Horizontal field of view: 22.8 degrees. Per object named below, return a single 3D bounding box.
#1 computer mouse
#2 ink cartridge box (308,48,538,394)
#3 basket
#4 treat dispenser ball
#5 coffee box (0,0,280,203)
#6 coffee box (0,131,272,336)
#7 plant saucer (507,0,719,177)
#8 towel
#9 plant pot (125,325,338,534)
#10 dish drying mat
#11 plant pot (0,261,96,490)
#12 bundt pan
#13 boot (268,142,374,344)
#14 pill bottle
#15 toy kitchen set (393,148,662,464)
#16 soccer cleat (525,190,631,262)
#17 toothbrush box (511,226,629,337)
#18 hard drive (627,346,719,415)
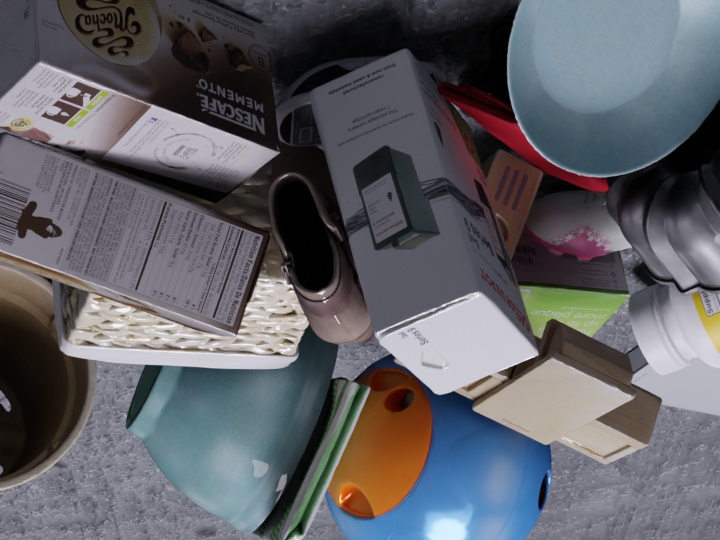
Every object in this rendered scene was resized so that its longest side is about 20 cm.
[{"bbox_3d":[0.025,-0.139,1.331,0.198,0.044,0.110,-9,155,-11],"label":"computer mouse"},{"bbox_3d":[0.047,-0.031,1.274,0.084,0.201,0.146,-22,154,14],"label":"ink cartridge box"},{"bbox_3d":[-0.135,-0.012,1.413,0.198,0.136,0.124,5,143,-22],"label":"basket"},{"bbox_3d":[0.064,0.165,1.533,0.199,0.202,0.201,-7,150,-4],"label":"treat dispenser ball"},{"bbox_3d":[-0.158,-0.135,1.214,0.199,0.114,0.080,19,141,-38],"label":"coffee box"},{"bbox_3d":[-0.178,-0.024,1.248,0.199,0.080,0.114,21,175,-21],"label":"coffee box"},{"bbox_3d":[0.181,-0.167,1.260,0.199,0.039,0.203,-12,118,-24],"label":"plant saucer"},{"bbox_3d":[-0.052,0.157,1.513,0.023,0.154,0.200,25,172,-13],"label":"towel"},{"bbox_3d":[-0.120,0.107,1.534,0.133,0.201,0.200,24,141,-12],"label":"plant pot"},{"bbox_3d":[0.129,-0.100,1.351,0.076,0.018,0.200,27,180,30],"label":"dish drying mat"},{"bbox_3d":[-0.340,0.112,1.538,0.199,0.202,0.184,1,160,-17],"label":"plant pot"},{"bbox_3d":[0.264,-0.086,1.339,0.201,0.203,0.076,-30,133,32],"label":"bundt pan"},{"bbox_3d":[-0.035,-0.036,1.295,0.070,0.201,0.146,-27,156,4],"label":"boot"},{"bbox_3d":[0.350,0.022,1.624,0.199,0.112,0.111,-24,147,25],"label":"pill bottle"},{"bbox_3d":[0.166,0.022,1.403,0.199,0.182,0.163,26,157,-9],"label":"toy kitchen set"},{"bbox_3d":[0.235,-0.055,1.517,0.198,0.070,0.087,3,132,-24],"label":"soccer cleat"},{"bbox_3d":[0.128,0.031,1.604,0.144,0.087,0.200,6,148,-22],"label":"toothbrush box"},{"bbox_3d":[0.365,0.105,1.853,0.199,0.026,0.132,12,144,-33],"label":"hard drive"}]
